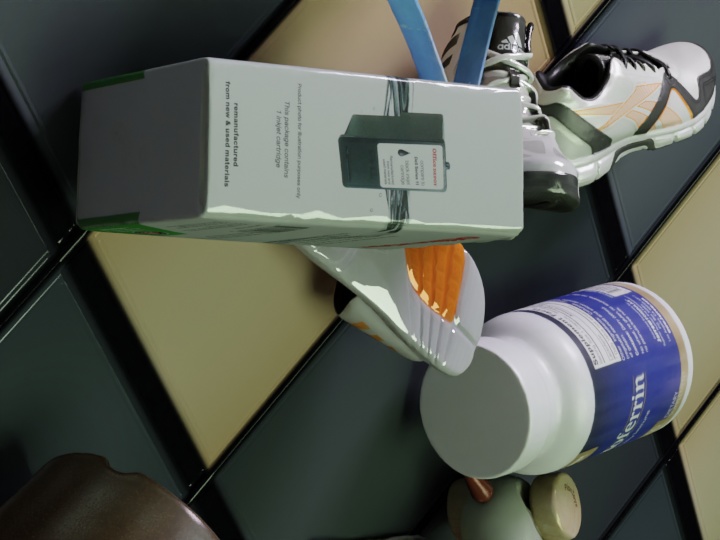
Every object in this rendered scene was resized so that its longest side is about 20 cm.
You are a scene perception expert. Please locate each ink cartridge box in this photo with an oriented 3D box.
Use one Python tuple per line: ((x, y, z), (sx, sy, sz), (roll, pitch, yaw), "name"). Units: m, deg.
((-0.031, -0.059, 1.369), (0.199, 0.146, 0.084), (4, 86, -33), "ink cartridge box")

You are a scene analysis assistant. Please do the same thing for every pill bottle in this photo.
((0.137, 0.079, 1.809), (0.200, 0.115, 0.116), (-15, 124, -49), "pill bottle")

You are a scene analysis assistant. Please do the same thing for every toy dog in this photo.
((0.096, 0.217, 1.798), (0.132, 0.201, 0.096), (-30, 142, 19), "toy dog")

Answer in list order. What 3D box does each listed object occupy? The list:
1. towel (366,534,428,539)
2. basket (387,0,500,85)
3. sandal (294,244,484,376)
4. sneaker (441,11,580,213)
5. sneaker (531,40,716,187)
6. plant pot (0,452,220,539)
((-0.020, 0.278, 1.810), (0.143, 0.023, 0.201), (-2, 114, -55), "towel")
((0.052, -0.210, 1.441), (0.177, 0.138, 0.201), (65, 39, -52), "basket")
((0.002, -0.008, 1.616), (0.207, 0.059, 0.079), (40, 61, -37), "sandal")
((0.081, -0.100, 1.565), (0.075, 0.200, 0.116), (6, 97, -19), "sneaker")
((0.183, -0.124, 1.771), (0.200, 0.074, 0.080), (-31, 133, -42), "sneaker")
((-0.174, 0.218, 1.405), (0.198, 0.200, 0.201), (-51, 147, -34), "plant pot")
